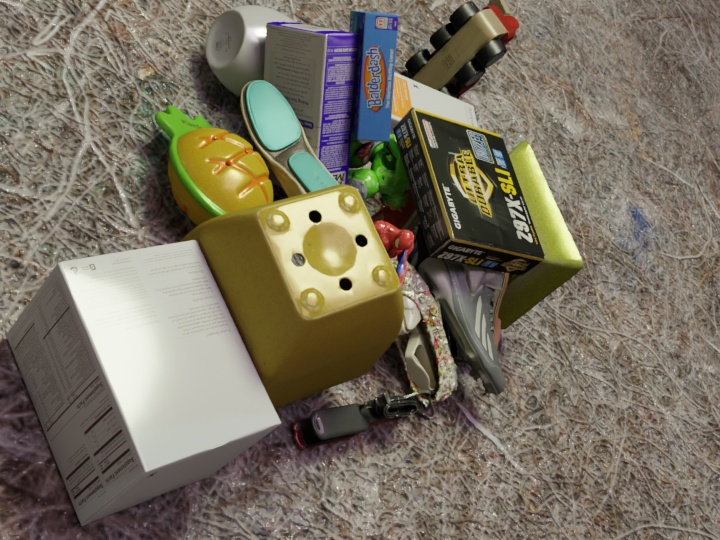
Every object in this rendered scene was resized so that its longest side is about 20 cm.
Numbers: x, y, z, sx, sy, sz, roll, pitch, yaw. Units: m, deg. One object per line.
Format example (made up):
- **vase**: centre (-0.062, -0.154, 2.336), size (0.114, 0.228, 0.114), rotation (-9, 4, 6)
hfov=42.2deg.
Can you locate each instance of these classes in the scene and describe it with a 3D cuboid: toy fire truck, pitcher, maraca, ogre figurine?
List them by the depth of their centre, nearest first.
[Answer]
- **maraca**: centre (-0.173, -0.120, 1.100), size (0.137, 0.107, 0.200), rotation (17, 36, -53)
- **ogre figurine**: centre (0.028, -0.142, 1.243), size (0.199, 0.098, 0.120), rotation (2, 30, -29)
- **pitcher**: centre (-0.105, -0.255, 1.253), size (0.200, 0.121, 0.172), rotation (14, 64, -47)
- **toy fire truck**: centre (0.184, -0.371, 1.523), size (0.200, 0.176, 0.129), rotation (-28, 80, -47)

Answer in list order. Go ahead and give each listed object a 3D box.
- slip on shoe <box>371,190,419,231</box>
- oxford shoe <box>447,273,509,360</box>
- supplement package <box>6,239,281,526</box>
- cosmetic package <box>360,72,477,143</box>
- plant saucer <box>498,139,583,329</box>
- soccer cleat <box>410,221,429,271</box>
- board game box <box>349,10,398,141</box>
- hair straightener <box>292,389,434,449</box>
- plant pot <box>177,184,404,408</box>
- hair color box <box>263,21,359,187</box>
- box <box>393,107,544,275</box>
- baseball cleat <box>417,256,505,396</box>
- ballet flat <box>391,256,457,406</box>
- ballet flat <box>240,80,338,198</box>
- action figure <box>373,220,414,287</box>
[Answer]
- **slip on shoe**: centre (0.067, -0.110, 1.322), size (0.061, 0.074, 0.200), rotation (39, 48, -7)
- **oxford shoe**: centre (0.151, 0.022, 1.238), size (0.074, 0.071, 0.201), rotation (1, 89, -54)
- **supplement package**: centre (-0.208, 0.102, 0.878), size (0.151, 0.151, 0.201), rotation (-13, 70, -45)
- **cosmetic package**: centre (0.084, -0.224, 1.413), size (0.199, 0.071, 0.102), rotation (15, 52, -33)
- **plant saucer**: centre (0.195, -0.043, 1.291), size (0.048, 0.200, 0.200), rotation (-7, 65, -31)
- **soccer cleat**: centre (0.094, 0.016, 1.256), size (0.086, 0.070, 0.201), rotation (63, 41, -52)
- **board game box**: centre (0.011, -0.257, 1.208), size (0.045, 0.153, 0.200), rotation (2, 15, -6)
- **hair straightener**: centre (0.021, 0.169, 1.078), size (0.199, 0.077, 0.041), rotation (2, 64, -40)
- **plant pot**: centre (-0.066, 0.015, 0.951), size (0.194, 0.200, 0.196), rotation (-18, 75, -31)
- **hair color box**: centre (-0.066, -0.200, 1.163), size (0.109, 0.201, 0.065), rotation (22, 24, 39)
- **box**: centre (0.136, -0.098, 1.171), size (0.159, 0.049, 0.201), rotation (12, 52, -37)
- **baseball cleat**: centre (0.153, 0.058, 1.177), size (0.106, 0.070, 0.200), rotation (-33, 106, -10)
- **ballet flat**: centre (0.068, 0.079, 1.145), size (0.064, 0.075, 0.201), rotation (-47, 116, -53)
- **ballet flat**: centre (-0.089, -0.134, 1.119), size (0.069, 0.069, 0.200), rotation (-18, 71, -45)
- **action figure**: centre (0.000, 0.000, 1.105), size (0.065, 0.200, 0.099), rotation (25, 68, -23)
